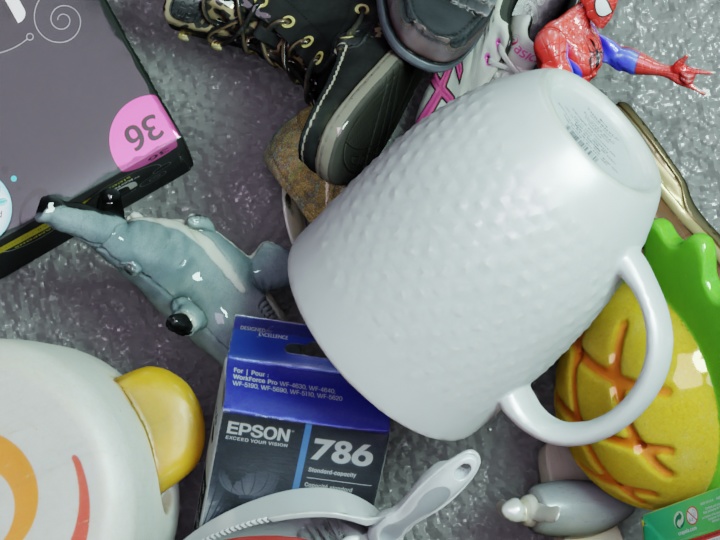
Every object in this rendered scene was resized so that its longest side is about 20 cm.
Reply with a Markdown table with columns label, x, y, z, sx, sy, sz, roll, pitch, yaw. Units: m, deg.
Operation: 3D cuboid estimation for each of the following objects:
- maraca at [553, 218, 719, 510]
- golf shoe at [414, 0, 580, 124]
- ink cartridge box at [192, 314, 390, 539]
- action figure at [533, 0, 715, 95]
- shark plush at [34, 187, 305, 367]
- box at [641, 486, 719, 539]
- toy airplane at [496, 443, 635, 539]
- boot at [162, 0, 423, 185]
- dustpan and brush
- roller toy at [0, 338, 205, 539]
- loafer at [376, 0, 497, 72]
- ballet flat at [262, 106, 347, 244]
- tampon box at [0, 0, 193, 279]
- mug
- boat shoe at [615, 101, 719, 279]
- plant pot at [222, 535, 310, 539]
| label | x | y | z | sx | sy | sz | roll | pitch | yaw |
| --- | --- | --- | --- | --- | --- | --- | --- | --- | --- |
| maraca | 0.171 | 0.057 | 1.365 | 0.106 | 0.200 | 0.137 | -22 | 64 | -27 |
| golf shoe | 0.082 | -0.116 | 1.448 | 0.072 | 0.092 | 0.201 | 23 | 86 | 0 |
| ink cartridge box | -0.041 | 0.125 | 1.396 | 0.099 | 0.039 | 0.201 | 7 | 117 | -7 |
| action figure | 0.129 | -0.067 | 1.396 | 0.099 | 0.065 | 0.201 | 25 | 117 | 21 |
| shark plush | -0.093 | 0.006 | 1.386 | 0.090 | 0.200 | 0.084 | -28 | 41 | 18 |
| box | 0.270 | 0.153 | 1.371 | 0.199 | 0.117 | 0.049 | 6 | 69 | -31 |
| toy airplane | 0.138 | 0.215 | 1.390 | 0.199 | 0.141 | 0.199 | 32 | 66 | 16 |
| boot | -0.042 | -0.131 | 1.416 | 0.150 | 0.200 | 0.074 | 21 | 128 | 6 |
| dustpan and brush | -0.005 | 0.154 | 1.357 | 0.139 | 0.057 | 0.200 | 36 | 111 | -22 |
| roller toy | -0.199 | 0.129 | 1.399 | 0.181 | 0.140 | 0.201 | 22 | 91 | 11 |
| loafer | 0.061 | -0.197 | 1.415 | 0.072 | 0.063 | 0.201 | 29 | 44 | -8 |
| ballet flat | 0.000 | 0.000 | 1.455 | 0.070 | 0.071 | 0.201 | -25 | 86 | -2 |
| tampon box | -0.211 | -0.118 | 1.428 | 0.149 | 0.126 | 0.201 | -30 | 85 | -3 |
| mug | 0.085 | 0.001 | 1.315 | 0.175 | 0.147 | 0.200 | -43 | 75 | 26 |
| boat shoe | 0.187 | -0.001 | 1.451 | 0.067 | 0.072 | 0.201 | -35 | 81 | 8 |
| plant pot | -0.043 | 0.255 | 1.286 | 0.199 | 0.201 | 0.183 | 11 | 46 | 1 |
